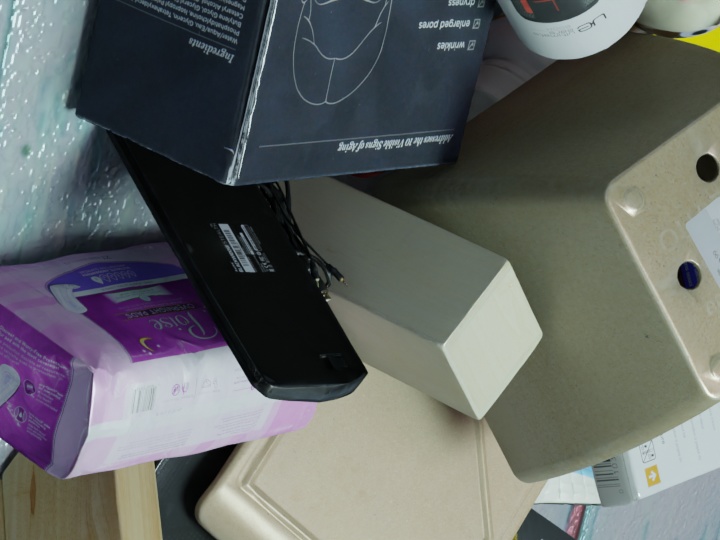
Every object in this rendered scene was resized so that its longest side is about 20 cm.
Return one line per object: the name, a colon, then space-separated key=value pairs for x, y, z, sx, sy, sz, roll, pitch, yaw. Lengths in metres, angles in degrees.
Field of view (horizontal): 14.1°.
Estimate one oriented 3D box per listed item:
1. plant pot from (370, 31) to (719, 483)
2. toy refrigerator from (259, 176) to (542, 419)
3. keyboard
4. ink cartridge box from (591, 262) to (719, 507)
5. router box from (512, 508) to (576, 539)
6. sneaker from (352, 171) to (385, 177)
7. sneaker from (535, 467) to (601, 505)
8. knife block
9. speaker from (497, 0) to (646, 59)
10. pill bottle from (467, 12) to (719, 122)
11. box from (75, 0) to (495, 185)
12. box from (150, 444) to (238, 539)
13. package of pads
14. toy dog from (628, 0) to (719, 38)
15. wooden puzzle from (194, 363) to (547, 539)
plant pot: x=0.164 y=-0.014 z=1.634 sx=0.200 sy=0.177 sz=0.201 roll=-35 pitch=104 yaw=-27
toy refrigerator: x=0.000 y=0.000 z=1.611 sx=0.070 sy=0.199 sz=0.076 roll=-52 pitch=143 yaw=-18
keyboard: x=-0.062 y=0.000 z=1.539 sx=0.104 sy=0.200 sz=0.040 roll=1 pitch=136 yaw=-39
ink cartridge box: x=0.204 y=0.024 z=1.796 sx=0.199 sy=0.043 sz=0.199 roll=-16 pitch=93 yaw=-37
router box: x=0.070 y=0.209 z=1.875 sx=0.200 sy=0.156 sz=0.053 roll=37 pitch=47 yaw=-55
sneaker: x=0.050 y=-0.148 z=1.696 sx=0.115 sy=0.078 sz=0.201 roll=1 pitch=111 yaw=-52
sneaker: x=0.090 y=0.103 z=1.845 sx=0.200 sy=0.078 sz=0.091 roll=7 pitch=84 yaw=-55
knife block: x=-0.134 y=0.173 z=1.562 sx=0.200 sy=0.175 sz=0.064 roll=-54 pitch=145 yaw=-16
speaker: x=0.084 y=-0.194 z=1.495 sx=0.081 sy=0.081 sz=0.200 roll=-55 pitch=145 yaw=-14
pill bottle: x=0.139 y=-0.130 z=1.797 sx=0.200 sy=0.109 sz=0.110 roll=-39 pitch=138 yaw=-33
box: x=-0.027 y=-0.160 z=1.544 sx=0.199 sy=0.124 sz=0.198 roll=-8 pitch=115 yaw=-52
box: x=-0.099 y=0.184 z=1.708 sx=0.200 sy=0.047 sz=0.193 roll=-55 pitch=137 yaw=-13
package of pads: x=-0.120 y=0.045 z=1.548 sx=0.199 sy=0.120 sz=0.076 roll=-9 pitch=124 yaw=-51
toy dog: x=0.154 y=-0.219 z=1.686 sx=0.139 sy=0.194 sz=0.200 roll=-37 pitch=113 yaw=2
wooden puzzle: x=0.017 y=0.115 z=1.713 sx=0.185 sy=0.037 sz=0.200 roll=42 pitch=73 yaw=-22
